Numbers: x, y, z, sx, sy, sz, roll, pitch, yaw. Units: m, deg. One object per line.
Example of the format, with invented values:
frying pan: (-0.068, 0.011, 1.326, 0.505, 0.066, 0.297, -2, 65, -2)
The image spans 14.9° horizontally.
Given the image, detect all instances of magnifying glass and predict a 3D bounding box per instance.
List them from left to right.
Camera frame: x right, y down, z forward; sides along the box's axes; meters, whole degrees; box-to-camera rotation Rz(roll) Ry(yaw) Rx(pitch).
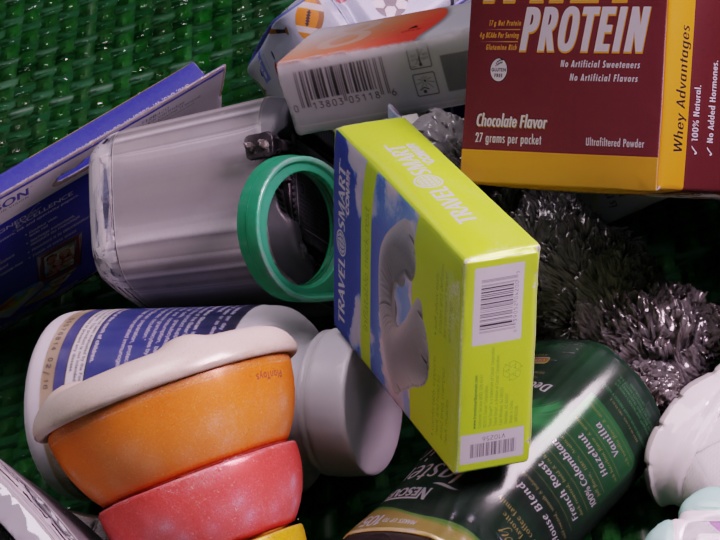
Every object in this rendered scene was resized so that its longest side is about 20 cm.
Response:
magnifying glass: (0.000, 0.000, 1.556, 0.022, 0.200, 0.080, 0, 66, 39)

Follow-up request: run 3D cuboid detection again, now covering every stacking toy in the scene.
stacking toy: (-0.075, 0.139, 1.421, 0.145, 0.201, 0.146, -19, -8, -3)

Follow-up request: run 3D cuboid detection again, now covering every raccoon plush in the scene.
raccoon plush: (0.111, 0.005, 1.493, 0.097, 0.199, 0.134, -59, 31, -1)

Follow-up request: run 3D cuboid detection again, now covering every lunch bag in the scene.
lunch bag: (0.024, -0.171, 1.833, 0.199, 0.076, 0.160, -32, -8, -19)

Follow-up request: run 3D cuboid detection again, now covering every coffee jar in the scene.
coffee jar: (0.066, 0.126, 1.432, 0.104, 0.086, 0.200, -6, 34, 49)

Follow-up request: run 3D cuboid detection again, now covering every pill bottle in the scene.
pill bottle: (-0.082, 0.076, 1.562, 0.199, 0.112, 0.111, -2, 38, 25)

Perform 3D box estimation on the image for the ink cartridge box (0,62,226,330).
ink cartridge box: (-0.177, -0.052, 1.729, 0.197, 0.200, 0.047, -31, 71, -16)

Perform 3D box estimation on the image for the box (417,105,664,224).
box: (0.144, -0.104, 1.655, 0.199, 0.106, 0.184, -22, 14, -3)

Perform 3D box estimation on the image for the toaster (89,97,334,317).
toaster: (-0.077, -0.031, 1.629, 0.128, 0.200, 0.115, -9, 76, 17)

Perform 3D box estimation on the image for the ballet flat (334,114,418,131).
ballet flat: (0.054, -0.105, 1.783, 0.199, 0.075, 0.074, -31, 35, -10)

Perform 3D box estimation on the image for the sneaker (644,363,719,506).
sneaker: (0.233, 0.052, 1.442, 0.087, 0.074, 0.201, 30, 88, 32)

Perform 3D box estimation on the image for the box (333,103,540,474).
box: (0.032, 0.004, 1.430, 0.047, 0.123, 0.200, -8, 27, -19)

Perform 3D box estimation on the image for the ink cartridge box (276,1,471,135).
ink cartridge box: (0.060, -0.143, 1.584, 0.161, 0.050, 0.200, -9, 21, 23)

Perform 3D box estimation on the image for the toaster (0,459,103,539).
toaster: (-0.173, 0.181, 1.409, 0.114, 0.129, 0.200, -44, 58, -4)

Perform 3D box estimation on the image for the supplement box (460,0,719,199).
supplement box: (0.170, -0.137, 1.444, 0.132, 0.199, 0.199, 5, 2, 44)

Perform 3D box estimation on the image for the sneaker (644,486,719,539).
sneaker: (0.226, 0.152, 1.330, 0.200, 0.078, 0.140, -39, 46, -7)

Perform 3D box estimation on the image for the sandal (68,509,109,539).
sandal: (-0.138, 0.166, 1.516, 0.198, 0.055, 0.082, -13, 59, 6)
